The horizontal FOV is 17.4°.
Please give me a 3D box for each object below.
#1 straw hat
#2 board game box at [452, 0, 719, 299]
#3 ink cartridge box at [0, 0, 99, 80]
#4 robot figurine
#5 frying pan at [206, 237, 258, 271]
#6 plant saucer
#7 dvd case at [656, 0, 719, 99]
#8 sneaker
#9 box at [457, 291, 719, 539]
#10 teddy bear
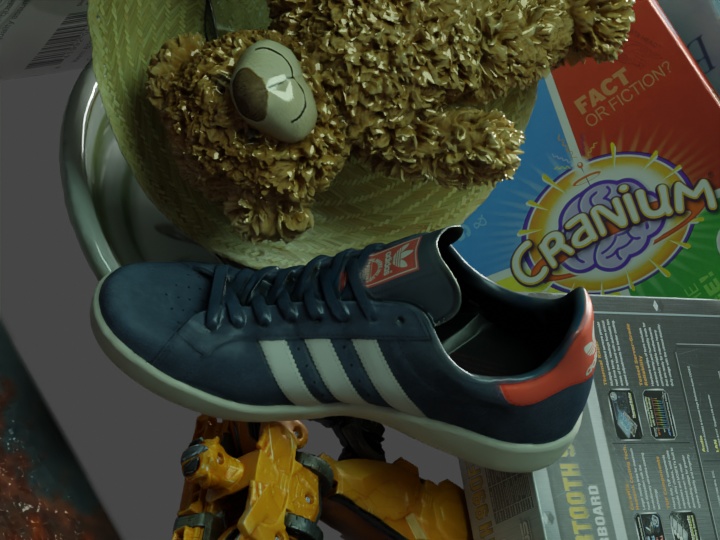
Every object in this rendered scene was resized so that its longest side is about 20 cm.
[{"bbox_3d":[-0.027,-0.102,0.992,0.200,0.085,0.202,-2,100,-15],"label":"straw hat"},{"bbox_3d":[0.127,-0.014,1.126,0.200,0.153,0.040,57,12,8],"label":"board game box"},{"bbox_3d":[-0.155,-0.149,0.985,0.200,0.145,0.085,-15,67,-45],"label":"ink cartridge box"},{"bbox_3d":[-0.003,0.124,0.965,0.200,0.058,0.145,36,46,-30],"label":"robot figurine"},{"bbox_3d":[-0.013,0.000,1.018,0.115,0.031,0.191,-6,63,-42],"label":"frying pan"},{"bbox_3d":[-0.055,-0.017,1.049,0.200,0.050,0.201,22,50,-28],"label":"plant saucer"},{"bbox_3d":[0.115,-0.141,1.209,0.018,0.143,0.201,6,58,-48],"label":"dvd case"},{"bbox_3d":[-0.003,0.015,0.911,0.199,0.085,0.075,10,44,-7],"label":"sneaker"},{"bbox_3d":[0.123,0.111,1.006,0.158,0.048,0.201,2,68,-35],"label":"box"},{"bbox_3d":[0.015,-0.093,0.925,0.199,0.067,0.146,-13,100,-13],"label":"teddy bear"}]
